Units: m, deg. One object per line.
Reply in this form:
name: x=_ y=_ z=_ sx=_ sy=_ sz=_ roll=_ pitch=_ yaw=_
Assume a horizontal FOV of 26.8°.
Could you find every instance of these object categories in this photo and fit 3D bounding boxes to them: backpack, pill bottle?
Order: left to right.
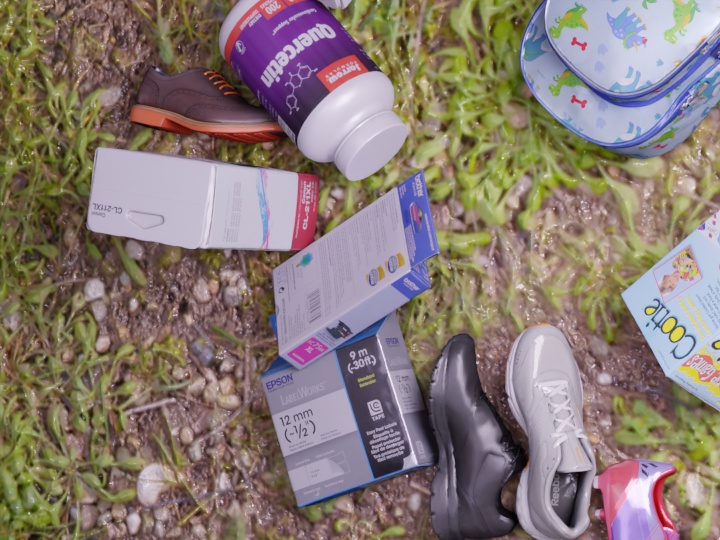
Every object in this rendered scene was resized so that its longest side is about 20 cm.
pill bottle: x=-0.044 y=-0.187 z=1.491 sx=0.113 sy=0.112 sz=0.200 roll=-47 pitch=70 yaw=19
backpack: x=0.241 y=-0.208 z=1.325 sx=0.183 sy=0.147 sz=0.200 roll=48 pitch=112 yaw=22

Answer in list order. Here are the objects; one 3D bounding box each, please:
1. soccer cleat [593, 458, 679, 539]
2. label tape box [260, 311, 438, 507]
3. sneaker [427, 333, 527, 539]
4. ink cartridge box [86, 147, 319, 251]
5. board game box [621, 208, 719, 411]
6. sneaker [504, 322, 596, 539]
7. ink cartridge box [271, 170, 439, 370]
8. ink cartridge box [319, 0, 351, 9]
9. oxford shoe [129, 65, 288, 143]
soccer cleat: x=0.257 y=0.270 z=1.360 sx=0.076 sy=0.067 sz=0.201 roll=-8 pitch=83 yaw=22
label tape box: x=-0.020 y=0.118 z=1.503 sx=0.143 sy=0.066 sz=0.201 roll=-22 pitch=81 yaw=25
sneaker: x=0.112 y=0.159 z=1.438 sx=0.090 sy=0.076 sz=0.201 roll=-2 pitch=96 yaw=18
ink cartridge box: x=-0.152 y=-0.069 z=1.496 sx=0.145 sy=0.200 sz=0.083 roll=10 pitch=94 yaw=27
board game box: x=0.340 y=0.010 z=1.276 sx=0.200 sy=0.103 sz=0.105 roll=-43 pitch=41 yaw=20
sneaker: x=0.183 y=0.147 z=1.369 sx=0.075 sy=0.092 sz=0.201 roll=-5 pitch=89 yaw=-15
ink cartridge box: x=0.000 y=0.000 z=1.476 sx=0.200 sy=0.042 sz=0.120 roll=-35 pitch=39 yaw=24
ink cartridge box: x=-0.024 y=-0.375 z=1.458 sx=0.147 sy=0.086 sz=0.200 roll=30 pitch=76 yaw=22
oxford shoe: x=-0.155 y=-0.175 z=1.574 sx=0.199 sy=0.071 sz=0.073 roll=11 pitch=90 yaw=27
